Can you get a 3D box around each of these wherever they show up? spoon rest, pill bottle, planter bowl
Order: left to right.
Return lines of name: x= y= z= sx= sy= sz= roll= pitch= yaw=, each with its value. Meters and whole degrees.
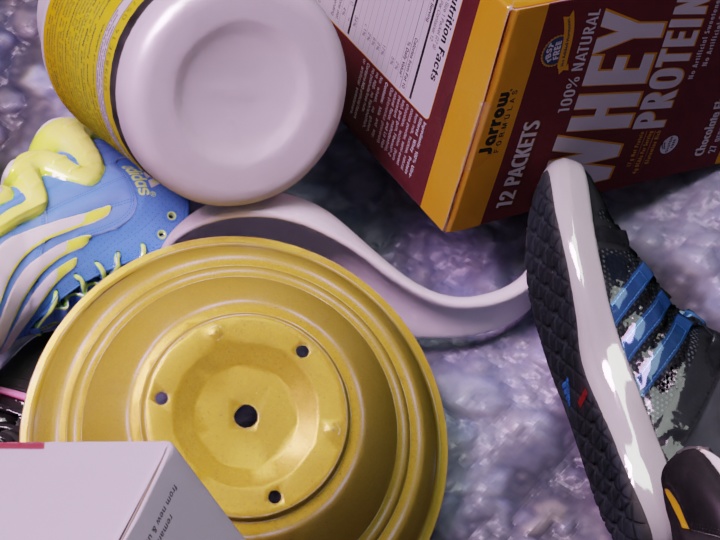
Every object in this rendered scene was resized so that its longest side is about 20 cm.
pill bottle: x=-0.092 y=-0.108 z=1.273 sx=0.112 sy=0.113 sz=0.200 roll=-27 pitch=25 yaw=-14
planter bowl: x=-0.053 y=0.072 z=1.159 sx=0.199 sy=0.083 sz=0.202 roll=2 pitch=76 yaw=-7
spoon rest: x=0.000 y=0.000 z=1.264 sx=0.199 sy=0.100 sz=0.061 roll=-1 pitch=54 yaw=-8

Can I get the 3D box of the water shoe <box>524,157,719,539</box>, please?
water shoe: x=0.134 y=0.040 z=1.216 sx=0.078 sy=0.072 sz=0.201 roll=-9 pitch=70 yaw=-15

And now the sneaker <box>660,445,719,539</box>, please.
sneaker: x=0.150 y=0.173 z=1.096 sx=0.090 sy=0.070 sz=0.201 roll=-18 pitch=69 yaw=-3

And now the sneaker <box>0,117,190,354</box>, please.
sneaker: x=-0.136 y=-0.011 z=1.272 sx=0.104 sy=0.076 sz=0.200 roll=13 pitch=37 yaw=7

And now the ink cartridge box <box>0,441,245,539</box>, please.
ink cartridge box: x=-0.097 y=0.164 z=1.047 sx=0.145 sy=0.200 sz=0.083 roll=-3 pitch=45 yaw=36

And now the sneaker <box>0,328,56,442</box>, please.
sneaker: x=-0.178 y=0.086 z=1.204 sx=0.070 sy=0.099 sz=0.201 roll=13 pitch=53 yaw=18

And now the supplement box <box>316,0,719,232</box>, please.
supplement box: x=0.078 y=-0.148 z=1.301 sx=0.197 sy=0.133 sz=0.200 roll=-15 pitch=48 yaw=-33
